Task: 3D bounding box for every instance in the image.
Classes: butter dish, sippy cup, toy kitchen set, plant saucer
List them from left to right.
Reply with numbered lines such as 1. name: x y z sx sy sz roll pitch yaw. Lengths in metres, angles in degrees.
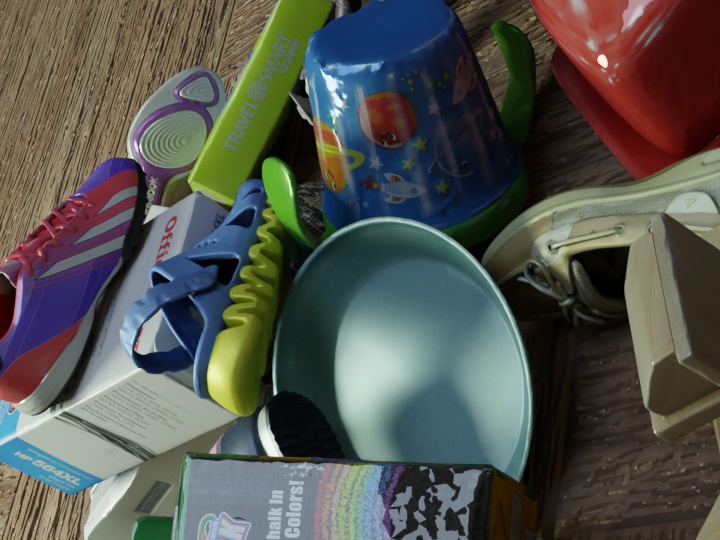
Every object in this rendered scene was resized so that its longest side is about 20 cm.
1. sippy cup: 0.027 -0.094 0.858 0.140 0.130 0.178 -2 35 22
2. plant saucer: 0.029 0.068 0.806 0.200 0.036 0.200 5 97 43
3. toy kitchen set: 0.121 0.086 0.608 0.180 0.163 0.200 -34 41 35
4. butter dish: 0.165 -0.173 0.761 0.200 0.148 0.199 -49 33 18

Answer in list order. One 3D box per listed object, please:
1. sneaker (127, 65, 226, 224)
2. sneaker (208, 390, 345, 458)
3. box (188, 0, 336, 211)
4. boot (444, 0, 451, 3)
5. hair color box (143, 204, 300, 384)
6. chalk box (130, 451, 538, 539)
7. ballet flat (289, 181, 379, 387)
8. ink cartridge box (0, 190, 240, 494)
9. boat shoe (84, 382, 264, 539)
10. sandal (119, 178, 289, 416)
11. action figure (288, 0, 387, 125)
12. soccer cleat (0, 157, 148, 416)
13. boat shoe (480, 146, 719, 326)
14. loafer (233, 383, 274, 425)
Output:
1. sneaker: -0.177 -0.092 1.216 0.100 0.075 0.200 -107 41 -69
2. sneaker: -0.036 0.176 0.805 0.082 0.070 0.200 -32 63 33
3. box: -0.074 -0.146 1.120 0.200 0.048 0.122 -64 3 -4
4. boot: 0.038 -0.311 1.049 0.077 0.138 0.200 -16 54 47
5. hair color box: -0.122 0.015 1.089 0.200 0.064 0.111 10 73 54
6. chalk box: -0.022 0.160 0.690 0.200 0.124 0.125 0 74 19
7. ballet flat: 0.000 0.000 0.928 0.075 0.068 0.200 -27 46 -7
8. ink cartridge box: -0.159 0.055 0.965 0.200 0.084 0.146 -26 40 39
9. boat shoe: -0.140 0.133 1.027 0.200 0.072 0.069 -55 32 27
10. sandal: -0.090 0.005 0.853 0.200 0.087 0.080 -78 -7 -57
11. action figure: 0.004 -0.155 1.000 0.130 0.069 0.200 36 135 29
12. soccer cleat: -0.204 -0.004 0.929 0.068 0.073 0.200 -15 47 48
13. boat shoe: 0.144 -0.005 0.734 0.201 0.073 0.063 -18 46 37
14. loafer: -0.042 0.163 0.875 0.063 0.072 0.200 -15 58 26
